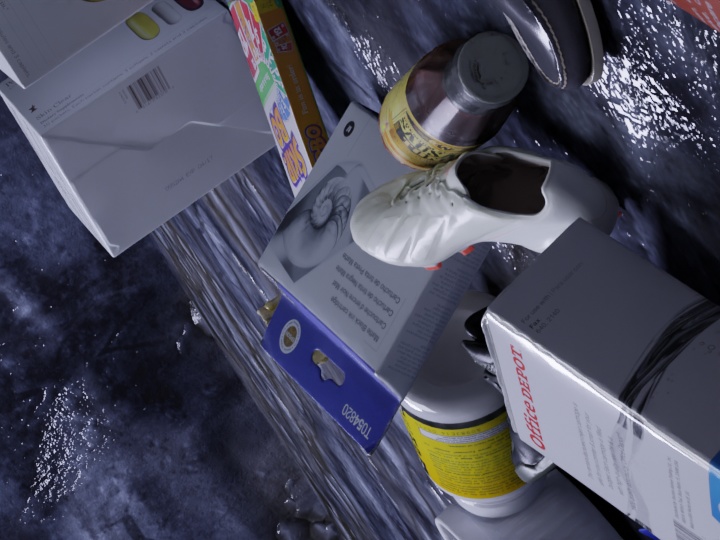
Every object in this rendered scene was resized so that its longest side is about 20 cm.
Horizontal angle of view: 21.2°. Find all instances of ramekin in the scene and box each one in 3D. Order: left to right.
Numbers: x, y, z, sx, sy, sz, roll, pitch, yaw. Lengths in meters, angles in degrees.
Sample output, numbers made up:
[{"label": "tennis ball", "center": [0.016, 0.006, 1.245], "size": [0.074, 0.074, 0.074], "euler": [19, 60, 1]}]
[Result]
[{"label": "ramekin", "center": [0.165, 0.255, 1.635], "size": [0.200, 0.105, 0.200], "euler": [49, 172, 9]}]

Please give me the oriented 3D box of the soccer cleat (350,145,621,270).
[{"label": "soccer cleat", "center": [0.062, -0.043, 1.131], "size": [0.200, 0.069, 0.078], "euler": [1, 151, 44]}]

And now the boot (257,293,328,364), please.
[{"label": "boot", "center": [-0.003, 0.005, 1.472], "size": [0.073, 0.155, 0.200], "euler": [53, 170, 7]}]

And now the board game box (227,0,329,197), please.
[{"label": "board game box", "center": [-0.054, -0.124, 1.530], "size": [0.200, 0.030, 0.096], "euler": [69, 167, -10]}]

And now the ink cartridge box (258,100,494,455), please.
[{"label": "ink cartridge box", "center": [0.000, 0.000, 1.358], "size": [0.041, 0.200, 0.200], "euler": [24, -172, -34]}]

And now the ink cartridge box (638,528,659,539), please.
[{"label": "ink cartridge box", "center": [0.263, 0.239, 1.260], "size": [0.200, 0.076, 0.136], "euler": [55, 170, 5]}]

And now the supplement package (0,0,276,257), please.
[{"label": "supplement package", "center": [-0.195, -0.144, 1.737], "size": [0.111, 0.200, 0.156], "euler": [42, 163, 47]}]

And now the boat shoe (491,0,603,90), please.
[{"label": "boat shoe", "center": [0.052, -0.165, 0.940], "size": [0.200, 0.063, 0.073], "euler": [59, 169, -22]}]

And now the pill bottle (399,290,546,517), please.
[{"label": "pill bottle", "center": [0.091, 0.112, 1.514], "size": [0.112, 0.112, 0.200], "euler": [47, 167, 35]}]

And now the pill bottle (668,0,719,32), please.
[{"label": "pill bottle", "center": [0.138, -0.117, 0.567], "size": [0.200, 0.112, 0.112], "euler": [43, 165, 46]}]

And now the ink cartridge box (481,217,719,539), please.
[{"label": "ink cartridge box", "center": [0.174, 0.083, 1.040], "size": [0.200, 0.086, 0.147], "euler": [37, 162, 32]}]

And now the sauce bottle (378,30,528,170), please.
[{"label": "sauce bottle", "center": [0.054, -0.101, 1.130], "size": [0.066, 0.066, 0.200], "euler": [54, 171, 0]}]

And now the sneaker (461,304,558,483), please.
[{"label": "sneaker", "center": [0.126, 0.081, 1.374], "size": [0.114, 0.076, 0.200], "euler": [53, 167, 18]}]

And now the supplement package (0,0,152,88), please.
[{"label": "supplement package", "center": [-0.247, -0.277, 1.542], "size": [0.152, 0.200, 0.151], "euler": [60, 168, -30]}]
